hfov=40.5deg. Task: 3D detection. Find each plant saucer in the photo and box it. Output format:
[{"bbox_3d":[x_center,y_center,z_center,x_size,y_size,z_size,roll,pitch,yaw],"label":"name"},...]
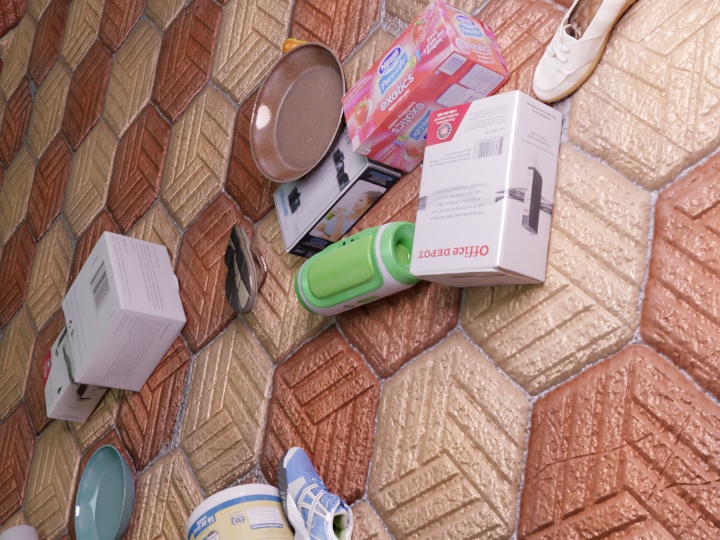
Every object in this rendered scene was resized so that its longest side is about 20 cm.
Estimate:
[{"bbox_3d":[-0.451,0.414,1.741,0.199,0.036,0.202,-24,59,46],"label":"plant saucer"},{"bbox_3d":[-0.080,-0.218,1.372,0.199,0.036,0.202,-14,70,44],"label":"plant saucer"}]

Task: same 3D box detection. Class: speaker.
[{"bbox_3d":[-0.655,0.597,1.904,0.082,0.081,0.200,-57,40,21],"label":"speaker"},{"bbox_3d":[0.000,0.000,1.264,0.199,0.088,0.089,-22,61,47],"label":"speaker"}]

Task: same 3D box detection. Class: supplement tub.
[{"bbox_3d":[-0.136,0.393,1.247,0.145,0.144,0.201,-51,42,28],"label":"supplement tub"}]

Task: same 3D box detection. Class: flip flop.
[{"bbox_3d":[-0.176,-0.004,1.524,0.082,0.057,0.200,-64,23,22],"label":"flip flop"}]

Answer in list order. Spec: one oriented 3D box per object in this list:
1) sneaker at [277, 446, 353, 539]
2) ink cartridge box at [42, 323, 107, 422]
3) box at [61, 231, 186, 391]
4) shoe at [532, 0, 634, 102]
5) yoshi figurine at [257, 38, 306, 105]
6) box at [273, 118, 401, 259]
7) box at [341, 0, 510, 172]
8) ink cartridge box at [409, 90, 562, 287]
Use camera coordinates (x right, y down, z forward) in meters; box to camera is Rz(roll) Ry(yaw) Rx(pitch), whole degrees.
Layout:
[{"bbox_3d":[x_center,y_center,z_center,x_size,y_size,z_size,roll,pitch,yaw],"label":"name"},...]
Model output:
[{"bbox_3d":[-0.050,0.307,1.243,0.077,0.076,0.201,-34,49,12],"label":"sneaker"},{"bbox_3d":[-0.540,0.175,1.902,0.200,0.082,0.147,-51,42,28],"label":"ink cartridge box"},{"bbox_3d":[-0.428,0.075,1.754,0.200,0.130,0.200,-52,42,28],"label":"box"},{"bbox_3d":[0.246,-0.275,1.067,0.201,0.053,0.070,-55,41,24],"label":"shoe"},{"bbox_3d":[-0.114,-0.243,1.492,0.112,0.112,0.202,-177,98,-69],"label":"yoshi figurine"},{"bbox_3d":[-0.037,-0.120,1.374,0.200,0.060,0.117,-43,47,35],"label":"box"},{"bbox_3d":[0.078,-0.228,1.231,0.200,0.102,0.095,-42,47,37],"label":"box"},{"bbox_3d":[0.141,-0.085,1.110,0.144,0.083,0.202,-4,73,51],"label":"ink cartridge box"}]
